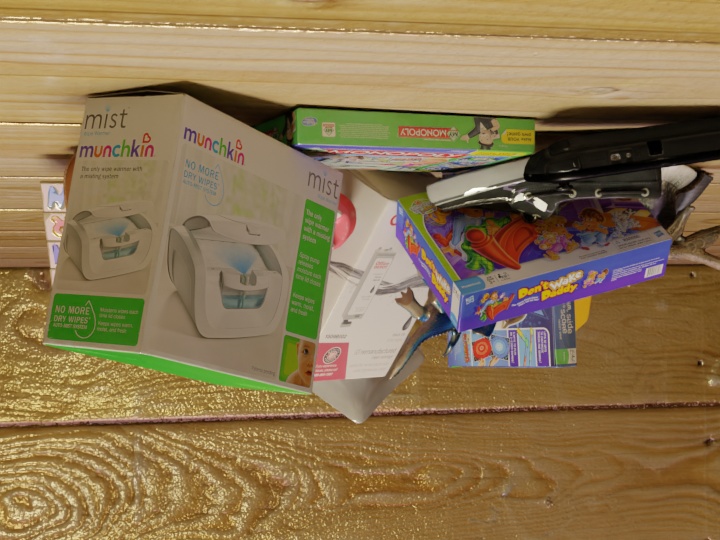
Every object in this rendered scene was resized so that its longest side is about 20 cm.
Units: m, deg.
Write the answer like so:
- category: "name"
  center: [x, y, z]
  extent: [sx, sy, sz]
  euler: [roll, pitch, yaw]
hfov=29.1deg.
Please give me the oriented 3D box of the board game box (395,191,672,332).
- category: "board game box"
  center: [0.148, -0.029, 1.211]
  extent: [0.200, 0.045, 0.135]
  euler: [-15, -135, -18]

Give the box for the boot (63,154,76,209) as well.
- category: "boot"
  center: [-0.210, -0.026, 1.132]
  extent: [0.077, 0.200, 0.155]
  euler: [-15, 166, 0]

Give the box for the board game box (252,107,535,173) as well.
- category: "board game box"
  center: [0.018, -0.101, 1.100]
  extent: [0.200, 0.029, 0.135]
  euler: [0, 178, -24]

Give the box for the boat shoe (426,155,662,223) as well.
- category: "boat shoe"
  center: [0.157, -0.070, 1.174]
  extent: [0.200, 0.057, 0.069]
  euler: [-11, -176, 8]

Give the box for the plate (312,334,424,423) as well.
- category: "plate"
  center: [-0.038, 0.058, 1.454]
  extent: [0.200, 0.032, 0.200]
  euler: [35, -155, 10]

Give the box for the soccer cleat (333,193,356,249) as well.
- category: "soccer cleat"
  center: [-0.101, -0.065, 1.195]
  extent: [0.200, 0.067, 0.076]
  euler: [15, -164, 0]

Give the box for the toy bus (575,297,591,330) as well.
- category: "toy bus"
  center: [0.202, -0.013, 1.449]
  extent: [0.065, 0.078, 0.200]
  euler: [-37, 150, -22]

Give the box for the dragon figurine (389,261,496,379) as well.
- category: "dragon figurine"
  center: [0.086, 0.037, 1.253]
  extent: [0.059, 0.200, 0.099]
  euler: [-27, 120, 33]

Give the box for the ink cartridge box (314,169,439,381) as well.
- category: "ink cartridge box"
  center: [0.000, 0.000, 1.313]
  extent: [0.083, 0.200, 0.146]
  euler: [39, -158, 32]

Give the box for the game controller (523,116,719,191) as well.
- category: "game controller"
  center: [0.229, -0.089, 1.077]
  extent: [0.200, 0.042, 0.104]
  euler: [-8, 177, -6]

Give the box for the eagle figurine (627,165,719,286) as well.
- category: "eagle figurine"
  center: [0.299, -0.057, 1.461]
  extent: [0.152, 0.151, 0.200]
  euler: [41, -162, -19]

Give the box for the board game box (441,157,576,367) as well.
- category: "board game box"
  center: [0.142, -0.006, 1.346]
  extent: [0.135, 0.200, 0.034]
  euler: [-3, 178, 45]

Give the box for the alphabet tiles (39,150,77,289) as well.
- category: "alphabet tiles"
  center: [-0.207, -0.028, 1.283]
  extent: [0.166, 0.200, 0.006]
  euler: [0, -140, -4]

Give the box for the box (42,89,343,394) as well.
- category: "box"
  center: [-0.114, -0.014, 0.993]
  extent: [0.097, 0.177, 0.200]
  euler: [3, 169, 33]
